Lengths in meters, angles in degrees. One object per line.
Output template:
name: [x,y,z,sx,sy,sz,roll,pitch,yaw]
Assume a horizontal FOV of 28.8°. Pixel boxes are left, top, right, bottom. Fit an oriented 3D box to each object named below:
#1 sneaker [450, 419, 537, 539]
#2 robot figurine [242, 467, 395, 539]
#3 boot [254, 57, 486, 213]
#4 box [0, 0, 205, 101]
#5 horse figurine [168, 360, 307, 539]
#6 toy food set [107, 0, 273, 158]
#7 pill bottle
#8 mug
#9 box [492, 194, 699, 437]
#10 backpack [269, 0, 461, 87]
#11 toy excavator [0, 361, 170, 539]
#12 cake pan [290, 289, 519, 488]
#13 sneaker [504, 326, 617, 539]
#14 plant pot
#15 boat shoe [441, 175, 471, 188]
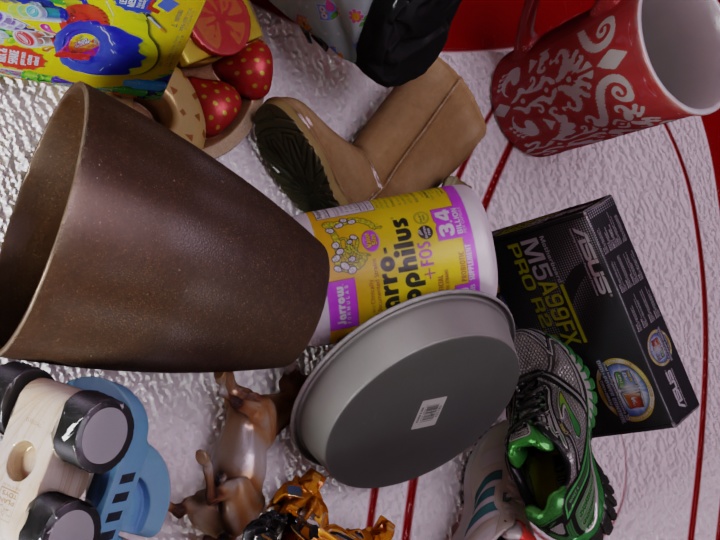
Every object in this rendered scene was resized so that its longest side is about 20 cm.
sneaker: [0.125,0.214,1.185,0.070,0.093,0.201,41,57,-24]
robot figurine: [-0.016,0.204,1.003,0.144,0.200,0.058,34,91,-5]
boot: [0.011,-0.123,1.198,0.200,0.066,0.176,-51,124,-34]
box: [-0.204,-0.216,0.925,0.191,0.200,0.123,8,74,-15]
horse figurine: [-0.095,0.137,1.041,0.133,0.049,0.202,59,37,-52]
toy food set: [-0.152,-0.179,1.088,0.199,0.048,0.199,-30,98,-39]
pill bottle: [0.000,0.000,1.093,0.198,0.104,0.105,-12,86,-9]
mug: [0.219,-0.202,1.292,0.133,0.199,0.179,-19,90,-39]
box: [0.190,0.048,1.234,0.044,0.160,0.201,-29,98,-38]
backpack: [-0.011,-0.263,1.132,0.200,0.168,0.126,41,35,17]
toy excavator: [-0.169,0.176,0.924,0.200,0.099,0.196,28,77,-51]
cake pan: [0.042,0.099,1.090,0.199,0.201,0.037,2,41,-38]
sneaker: [0.156,0.130,1.168,0.085,0.078,0.201,32,35,-45]
plant pot: [-0.128,-0.005,0.955,0.199,0.187,0.189,19,68,-23]
boat shoe: [0.091,0.020,1.205,0.062,0.073,0.203,1,79,3]
